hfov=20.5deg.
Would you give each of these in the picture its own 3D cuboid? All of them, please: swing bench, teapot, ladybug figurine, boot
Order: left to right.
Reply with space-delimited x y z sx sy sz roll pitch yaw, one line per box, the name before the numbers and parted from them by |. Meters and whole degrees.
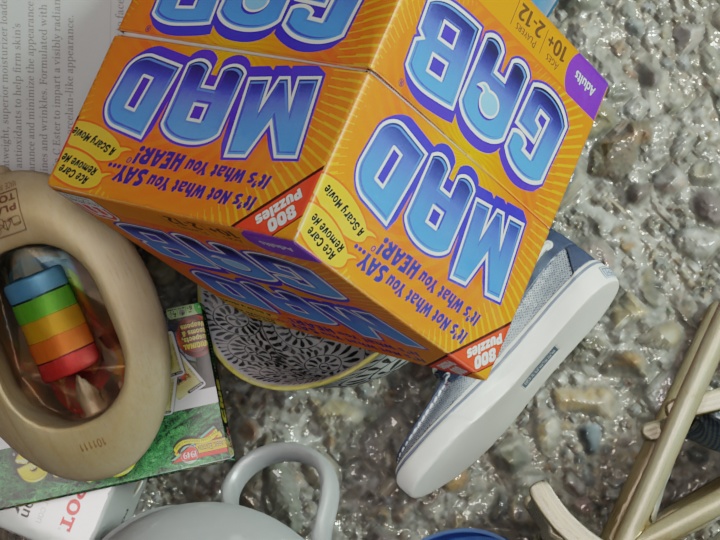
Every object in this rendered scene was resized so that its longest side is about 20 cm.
ladybug figurine | -0.182 0.029 1.218 0.135 0.072 0.201 -17 95 13
teapot | -0.114 0.218 1.271 0.146 0.200 0.198 40 124 45
boot | 0.075 0.053 1.327 0.090 0.073 0.200 41 84 23
swing bench | 0.209 0.118 1.235 0.130 0.199 0.200 43 87 8

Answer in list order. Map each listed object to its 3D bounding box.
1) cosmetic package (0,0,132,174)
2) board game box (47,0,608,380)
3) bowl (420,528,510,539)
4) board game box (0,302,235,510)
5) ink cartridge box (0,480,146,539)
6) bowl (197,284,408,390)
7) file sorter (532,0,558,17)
cosmetic package | -0.202 -0.142 1.288 0.199 0.165 0.165 7 113 5
board game box | -0.015 -0.081 1.159 0.199 0.200 0.200 13 74 40
bowl | 0.062 0.265 1.250 0.200 0.039 0.201 -21 57 36
board game box | -0.188 0.092 1.271 0.199 0.023 0.105 -13 83 1
ink cartridge box | -0.236 0.092 1.326 0.200 0.083 0.147 21 83 7
bowl | 0.000 0.000 1.303 0.200 0.094 0.201 -17 58 29
file sorter | 0.040 -0.233 1.314 0.200 0.123 0.139 35 108 8
